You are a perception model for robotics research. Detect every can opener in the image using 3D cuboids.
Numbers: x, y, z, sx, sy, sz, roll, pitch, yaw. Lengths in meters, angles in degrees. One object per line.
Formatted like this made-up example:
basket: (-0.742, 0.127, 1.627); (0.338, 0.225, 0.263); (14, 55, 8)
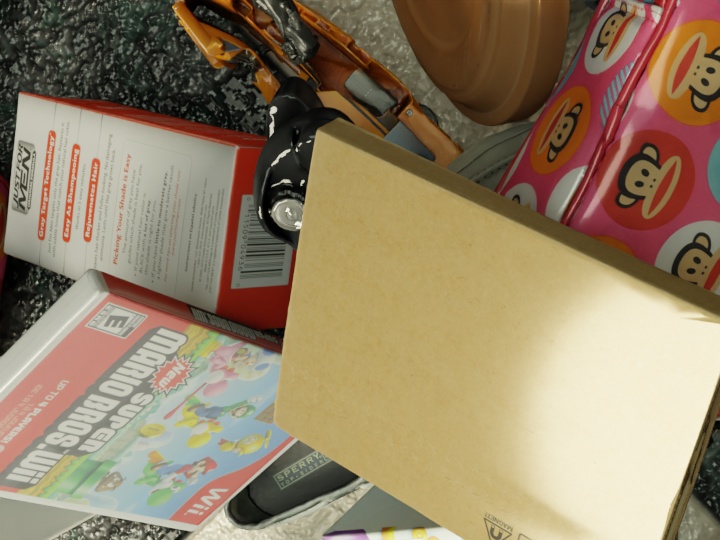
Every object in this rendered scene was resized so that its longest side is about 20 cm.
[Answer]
can opener: (0.000, 0.000, 0.687); (0.063, 0.079, 0.200); (-4, 125, 25)

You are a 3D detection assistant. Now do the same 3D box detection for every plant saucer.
plant saucer: (0.047, -0.171, 0.688); (0.032, 0.200, 0.201); (-16, 92, -15)

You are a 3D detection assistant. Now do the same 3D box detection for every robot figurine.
robot figurine: (-0.026, -0.104, 0.739); (0.200, 0.145, 0.058); (41, 89, -3)

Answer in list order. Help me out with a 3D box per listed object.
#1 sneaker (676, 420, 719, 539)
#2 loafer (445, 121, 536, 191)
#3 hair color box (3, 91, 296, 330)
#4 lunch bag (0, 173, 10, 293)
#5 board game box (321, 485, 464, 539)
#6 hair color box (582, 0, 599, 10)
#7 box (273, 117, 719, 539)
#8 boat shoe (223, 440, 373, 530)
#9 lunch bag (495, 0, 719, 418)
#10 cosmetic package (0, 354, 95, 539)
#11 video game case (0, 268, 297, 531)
sneaker: (0.197, 0.066, 0.730); (0.120, 0.084, 0.201); (2, 98, 21)
loafer: (0.114, -0.048, 0.690); (0.200, 0.070, 0.070); (-27, 106, -25)
hair color box: (-0.119, -0.037, 0.766); (0.200, 0.061, 0.102); (18, 104, 41)
lunch bag: (-0.297, 0.020, 0.793); (0.082, 0.176, 0.200); (12, 92, 31)
board game box: (0.073, 0.202, 0.707); (0.105, 0.103, 0.200); (-11, 102, 31)
hair color box: (0.140, -0.250, 0.720); (0.099, 0.061, 0.200); (-16, 92, 16)
box: (0.052, 0.045, 0.585); (0.200, 0.021, 0.164); (28, 125, 27)
boat shoe: (0.003, 0.088, 0.787); (0.199, 0.068, 0.074); (-29, 88, 16)
lunch bag: (0.166, -0.038, 0.623); (0.176, 0.082, 0.200); (22, 102, -21)
cosmetic package: (-0.202, 0.107, 0.771); (0.085, 0.200, 0.108); (-29, 89, 43)
video game case: (-0.109, 0.075, 0.702); (0.143, 0.200, 0.017); (-43, 54, 18)
